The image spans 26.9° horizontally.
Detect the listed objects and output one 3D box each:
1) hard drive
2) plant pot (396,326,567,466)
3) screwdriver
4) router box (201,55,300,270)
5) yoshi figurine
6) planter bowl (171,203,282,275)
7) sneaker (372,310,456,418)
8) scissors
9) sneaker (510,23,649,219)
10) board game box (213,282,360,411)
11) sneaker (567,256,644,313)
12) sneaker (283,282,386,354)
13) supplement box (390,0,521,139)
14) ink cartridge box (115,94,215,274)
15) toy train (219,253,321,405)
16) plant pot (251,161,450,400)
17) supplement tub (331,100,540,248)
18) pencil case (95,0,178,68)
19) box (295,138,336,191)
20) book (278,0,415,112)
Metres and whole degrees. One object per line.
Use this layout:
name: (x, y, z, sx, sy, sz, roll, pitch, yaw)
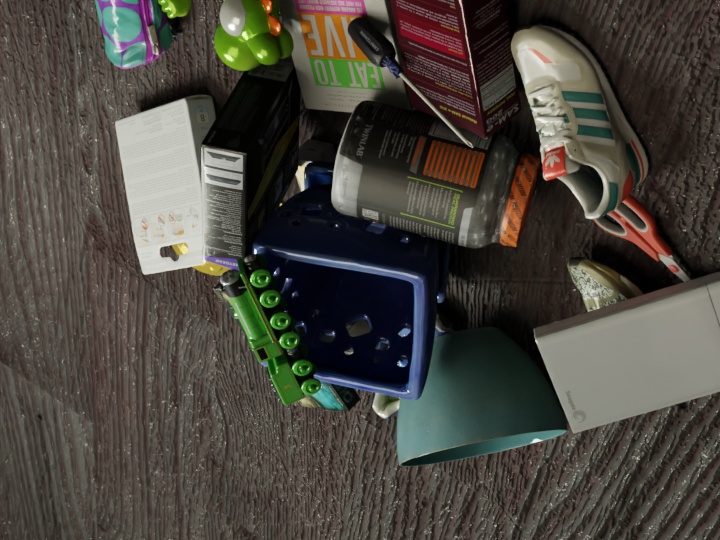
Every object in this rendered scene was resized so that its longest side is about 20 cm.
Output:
hard drive: (0.294, 0.087, 1.556, 0.199, 0.027, 0.132, -18, 120, 14)
plant pot: (0.130, 0.142, 1.759, 0.200, 0.199, 0.136, -27, 70, 54)
screwdriver: (0.047, -0.182, 1.481, 0.200, 0.029, 0.028, 55, 163, 30)
router box: (-0.116, -0.122, 1.623, 0.052, 0.200, 0.158, 12, 130, 9)
yoshi figurine: (-0.149, -0.289, 1.585, 0.201, 0.112, 0.112, 56, -177, 6)
planter bowl: (-0.188, -0.056, 1.922, 0.200, 0.084, 0.201, 26, 142, 22)
sneaker: (0.065, 0.116, 1.865, 0.076, 0.077, 0.200, 34, 143, 14)
scissors: (0.313, -0.013, 1.527, 0.200, 0.014, 0.073, 41, 154, 3)
sneaker: (0.199, -0.139, 1.442, 0.070, 0.093, 0.200, -12, 119, 50)
board game box: (-0.095, 0.092, 1.914, 0.135, 0.028, 0.200, -4, 124, 58)
sneaker: (0.267, 0.076, 1.602, 0.077, 0.089, 0.201, 3, 130, 59)
sneaker: (-0.054, 0.061, 1.926, 0.199, 0.077, 0.086, 13, 132, 34)
supplement box: (0.088, -0.237, 1.459, 0.109, 0.061, 0.201, 29, 145, 39)
ink cartridge box: (-0.228, -0.104, 1.864, 0.160, 0.047, 0.201, -9, 93, 48)
toy train: (-0.096, 0.065, 1.615, 0.042, 0.056, 0.201, -109, -3, -54)
plant pot: (0.000, 0.000, 1.682, 0.199, 0.180, 0.201, 12, 136, 12)
supplement tub: (0.079, -0.095, 1.560, 0.199, 0.123, 0.123, 16, 141, 8)
pencil case: (-0.260, -0.328, 1.697, 0.092, 0.085, 0.201, 39, 149, 33)
box: (-0.035, -0.064, 1.801, 0.041, 0.039, 0.201, 16, 138, 33)
book: (-0.016, -0.260, 1.572, 0.133, 0.048, 0.201, 10, 133, 32)
